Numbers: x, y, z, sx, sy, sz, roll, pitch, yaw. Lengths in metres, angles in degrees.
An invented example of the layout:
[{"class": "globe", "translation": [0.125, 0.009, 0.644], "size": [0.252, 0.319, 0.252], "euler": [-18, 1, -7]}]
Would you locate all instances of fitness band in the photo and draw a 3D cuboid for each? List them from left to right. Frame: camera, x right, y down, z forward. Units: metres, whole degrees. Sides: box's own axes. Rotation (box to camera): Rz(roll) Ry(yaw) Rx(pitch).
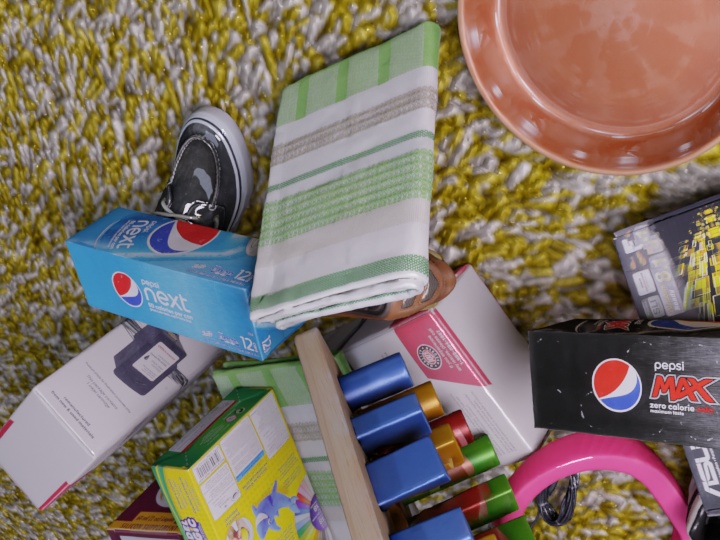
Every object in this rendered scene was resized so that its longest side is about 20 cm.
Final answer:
[{"class": "fitness band", "translation": [0.187, 0.204, 0.779], "size": [0.144, 0.037, 0.200], "euler": [-30, 123, 15]}]

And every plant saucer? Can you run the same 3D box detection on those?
[{"class": "plant saucer", "translation": [0.158, -0.156, 0.619], "size": [0.200, 0.032, 0.200], "euler": [16, 126, 23]}]

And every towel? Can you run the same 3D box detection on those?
[{"class": "towel", "translation": [-0.029, 0.158, 0.845], "size": [0.149, 0.031, 0.200], "euler": [-10, 111, 36]}, {"class": "towel", "translation": [-0.006, -0.064, 0.688], "size": [0.149, 0.200, 0.031], "euler": [-14, 148, 37]}]

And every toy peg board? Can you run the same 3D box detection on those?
[{"class": "toy peg board", "translation": [0.053, 0.151, 0.656], "size": [0.098, 0.200, 0.199], "euler": [-23, 133, 1]}]

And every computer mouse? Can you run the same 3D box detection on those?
[{"class": "computer mouse", "translation": [0.152, 0.232, 0.887], "size": [0.059, 0.034, 0.200], "euler": [46, 132, 30]}]

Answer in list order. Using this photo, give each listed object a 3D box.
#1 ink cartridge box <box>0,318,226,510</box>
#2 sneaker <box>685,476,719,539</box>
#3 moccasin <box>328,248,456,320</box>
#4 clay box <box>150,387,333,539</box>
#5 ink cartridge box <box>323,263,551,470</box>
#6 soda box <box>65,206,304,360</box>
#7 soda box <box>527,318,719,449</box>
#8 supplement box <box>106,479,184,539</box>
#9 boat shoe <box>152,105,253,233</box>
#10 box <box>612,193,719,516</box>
[{"class": "ink cartridge box", "translation": [-0.233, 0.115, 0.941], "size": [0.084, 0.200, 0.145], "euler": [49, 133, 0]}, {"class": "sneaker", "translation": [0.310, 0.145, 0.682], "size": [0.076, 0.088, 0.200], "euler": [45, 132, 2]}, {"class": "moccasin", "translation": [0.000, -0.002, 0.778], "size": [0.201, 0.078, 0.074], "euler": [-1, 92, 59]}, {"class": "clay box", "translation": [-0.086, 0.211, 0.818], "size": [0.048, 0.115, 0.200], "euler": [-3, 115, 35]}, {"class": "ink cartridge box", "translation": [0.045, 0.102, 0.828], "size": [0.200, 0.085, 0.146], "euler": [-29, 101, 41]}, {"class": "soda box", "translation": [-0.140, 0.006, 0.794], "size": [0.200, 0.064, 0.068], "euler": [13, 129, 33]}, {"class": "soda box", "translation": [0.204, 0.067, 0.606], "size": [0.200, 0.063, 0.071], "euler": [0, 95, 42]}, {"class": "supplement box", "translation": [-0.121, 0.211, 0.929], "size": [0.110, 0.200, 0.086], "euler": [-8, 114, 36]}, {"class": "boat shoe", "translation": [-0.144, -0.045, 0.862], "size": [0.072, 0.071, 0.200], "euler": [26, 131, 16]}, {"class": "box", "translation": [0.266, 0.043, 0.622], "size": [0.161, 0.049, 0.200], "euler": [-22, 82, 43]}]
